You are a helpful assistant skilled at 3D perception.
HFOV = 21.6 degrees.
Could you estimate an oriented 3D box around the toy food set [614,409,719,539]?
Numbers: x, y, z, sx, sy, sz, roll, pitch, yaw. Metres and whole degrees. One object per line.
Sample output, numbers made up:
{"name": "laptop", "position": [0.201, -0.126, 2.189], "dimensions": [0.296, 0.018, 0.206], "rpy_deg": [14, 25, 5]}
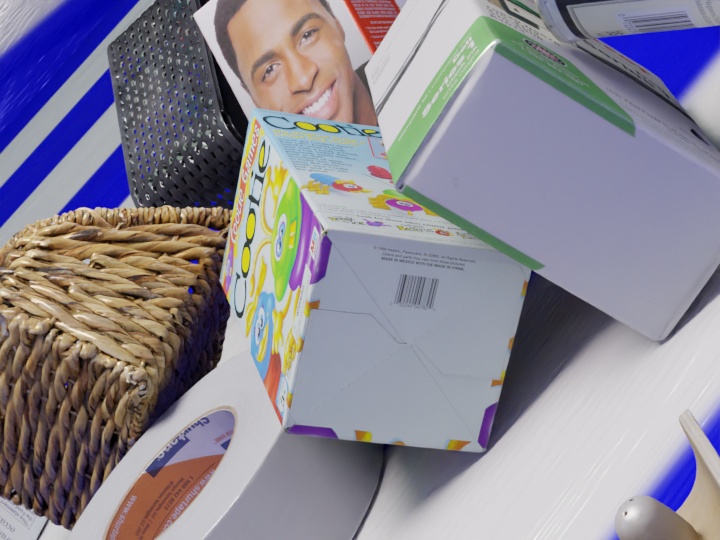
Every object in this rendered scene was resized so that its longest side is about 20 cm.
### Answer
{"name": "toy food set", "position": [0.062, 0.146, 0.657], "dimensions": [0.200, 0.060, 0.144], "rpy_deg": [-44, 17, 9]}

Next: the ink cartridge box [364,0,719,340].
{"name": "ink cartridge box", "position": [0.087, -0.067, 0.903], "dimensions": [0.085, 0.146, 0.200], "rpy_deg": [-57, 15, 16]}

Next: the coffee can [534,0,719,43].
{"name": "coffee can", "position": [0.179, -0.182, 0.827], "dimensions": [0.199, 0.147, 0.147], "rpy_deg": [-3, 36, 21]}

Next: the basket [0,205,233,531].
{"name": "basket", "position": [-0.170, 0.045, 1.173], "dimensions": [0.201, 0.142, 0.149], "rpy_deg": [106, -170, -51]}

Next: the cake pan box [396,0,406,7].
{"name": "cake pan box", "position": [0.059, -0.180, 1.315], "dimensions": [0.201, 0.052, 0.184], "rpy_deg": [-62, 19, 3]}

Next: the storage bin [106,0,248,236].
{"name": "storage bin", "position": [-0.093, -0.103, 1.346], "dimensions": [0.094, 0.135, 0.201], "rpy_deg": [-39, 42, 22]}

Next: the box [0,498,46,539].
{"name": "box", "position": [-0.330, 0.212, 1.350], "dimensions": [0.184, 0.105, 0.201], "rpy_deg": [-33, 22, 37]}

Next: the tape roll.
{"name": "tape roll", "position": [-0.080, 0.133, 1.006], "dimensions": [0.200, 0.066, 0.201], "rpy_deg": [-41, 18, 16]}

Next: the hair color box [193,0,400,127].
{"name": "hair color box", "position": [-0.007, -0.093, 1.109], "dimensions": [0.101, 0.201, 0.061], "rpy_deg": [-36, -13, 32]}

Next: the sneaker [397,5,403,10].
{"name": "sneaker", "position": [0.068, -0.087, 1.150], "dimensions": [0.199, 0.112, 0.077], "rpy_deg": [19, 33, 36]}

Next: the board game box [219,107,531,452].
{"name": "board game box", "position": [0.000, 0.000, 0.958], "dimensions": [0.200, 0.104, 0.104], "rpy_deg": [-121, 41, -66]}
